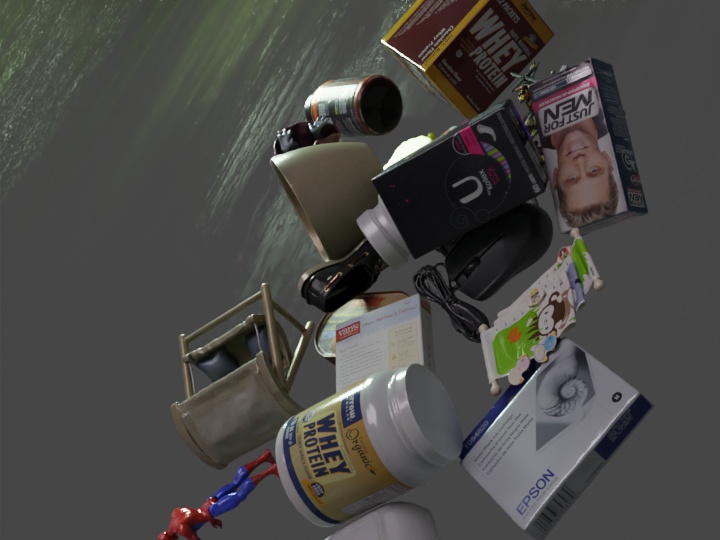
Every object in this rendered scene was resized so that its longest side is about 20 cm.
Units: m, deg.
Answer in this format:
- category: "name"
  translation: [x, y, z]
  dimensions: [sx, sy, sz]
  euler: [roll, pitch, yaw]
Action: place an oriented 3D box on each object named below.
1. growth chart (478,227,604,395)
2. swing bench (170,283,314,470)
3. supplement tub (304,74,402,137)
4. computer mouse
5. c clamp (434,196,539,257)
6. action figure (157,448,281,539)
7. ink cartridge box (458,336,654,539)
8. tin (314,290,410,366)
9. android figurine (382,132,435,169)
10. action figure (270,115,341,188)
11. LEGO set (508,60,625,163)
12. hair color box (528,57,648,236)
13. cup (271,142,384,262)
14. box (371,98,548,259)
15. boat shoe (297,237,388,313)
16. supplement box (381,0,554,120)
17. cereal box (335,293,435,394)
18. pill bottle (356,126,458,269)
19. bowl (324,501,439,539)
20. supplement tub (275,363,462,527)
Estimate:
- category: "growth chart"
  translation: [0.218, 0.053, 1.280]
  dimensions: [0.200, 0.018, 0.145]
  euler: [-47, 26, 17]
- category: "swing bench"
  translation: [-0.181, 0.166, 1.611]
  dimensions: [0.198, 0.130, 0.202]
  euler: [-31, 37, 26]
- category: "supplement tub"
  translation: [-0.020, -0.296, 1.905]
  dimensions: [0.199, 0.107, 0.108]
  euler: [8, 63, 53]
- category: "computer mouse"
  translation: [0.174, -0.016, 1.391]
  dimensions: [0.200, 0.053, 0.138]
  euler: [-45, 67, -4]
- category: "c clamp"
  translation: [0.173, -0.084, 1.527]
  dimensions: [0.199, 0.027, 0.172]
  euler: [-30, 37, 28]
- category: "action figure"
  translation: [-0.193, 0.354, 1.508]
  dimensions: [0.198, 0.100, 0.065]
  euler: [-29, 28, -9]
- category: "ink cartridge box"
  translation: [0.207, 0.177, 1.207]
  dimensions: [0.200, 0.041, 0.200]
  euler: [-50, 32, 0]
- category: "tin"
  translation: [0.012, 0.087, 1.542]
  dimensions: [0.198, 0.042, 0.113]
  euler: [-4, 58, 48]
- category: "android figurine"
  translation: [0.073, -0.135, 1.686]
  dimensions: [0.201, 0.041, 0.181]
  euler: [-57, 32, -5]
- category: "action figure"
  translation: [-0.077, -0.154, 1.779]
  dimensions: [0.132, 0.202, 0.150]
  euler: [1, 41, 5]
- category: "LEGO set"
  translation: [0.260, -0.212, 1.450]
  dimensions: [0.154, 0.116, 0.199]
  euler: [-53, 38, -10]
- category: "hair color box"
  translation: [0.288, -0.156, 1.336]
  dimensions: [0.099, 0.060, 0.203]
  euler: [-20, 76, 39]
- category: "cup"
  translation: [-0.030, -0.119, 1.624]
  dimensions: [0.142, 0.202, 0.201]
  euler: [-30, 32, -4]
- category: "box"
  translation: [0.133, -0.121, 1.372]
  dimensions: [0.198, 0.123, 0.106]
  euler: [-28, 7, 19]
- category: "boat shoe"
  translation: [0.000, 0.002, 1.571]
  dimensions: [0.200, 0.074, 0.063]
  euler: [-29, 50, -33]
- category: "supplement box"
  translation: [0.173, -0.384, 1.733]
  dimensions: [0.197, 0.133, 0.200]
  euler: [-47, 32, 4]
- category: "cereal box"
  translation: [0.033, 0.144, 1.410]
  dimensions: [0.142, 0.039, 0.202]
  euler: [-21, 52, 28]
- category: "pill bottle"
  translation: [0.097, -0.102, 1.508]
  dimensions: [0.199, 0.116, 0.116]
  euler: [-40, 33, 9]
- category: "bowl"
  translation: [0.001, 0.377, 1.227]
  dimensions: [0.199, 0.074, 0.201]
  euler: [-36, 36, 23]
- category: "supplement tub"
  translation: [0.010, 0.210, 1.271]
  dimensions: [0.199, 0.144, 0.146]
  euler: [-30, 37, 24]
